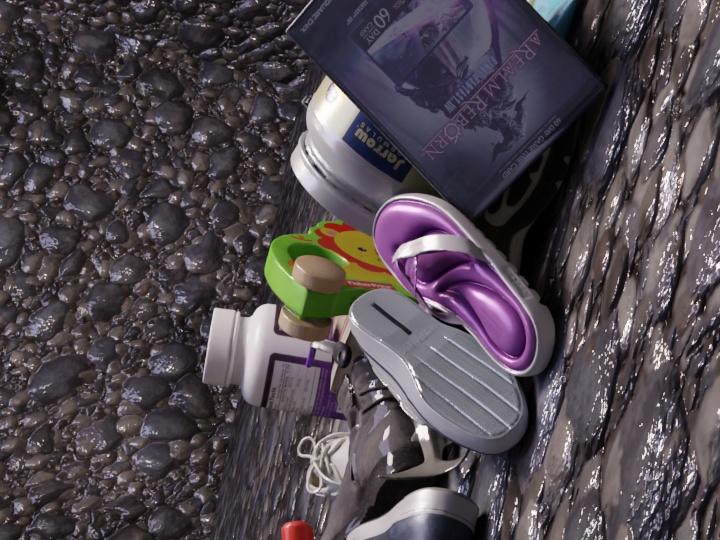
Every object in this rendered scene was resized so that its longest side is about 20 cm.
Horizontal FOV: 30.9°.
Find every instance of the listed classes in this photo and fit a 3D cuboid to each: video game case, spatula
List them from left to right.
[{"bbox_3d":[-0.030,0.073,1.246,0.200,0.020,0.057,-170,93,-77],"label":"spatula"},{"bbox_3d":[0.060,-0.154,0.945,0.143,0.200,0.019,-45,-2,22],"label":"video game case"}]

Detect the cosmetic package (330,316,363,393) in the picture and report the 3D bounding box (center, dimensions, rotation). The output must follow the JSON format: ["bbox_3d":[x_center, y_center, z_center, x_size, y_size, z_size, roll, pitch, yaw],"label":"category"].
[{"bbox_3d":[0.023,0.040,1.336,0.201,0.086,0.104,-92,19,-61],"label":"cosmetic package"}]

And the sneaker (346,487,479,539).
[{"bbox_3d":[0.022,0.265,0.994,0.203,0.076,0.148,121,165,-58],"label":"sneaker"}]

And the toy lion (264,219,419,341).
[{"bbox_3d":[0.000,0.000,1.227,0.192,0.197,0.069,51,130,56],"label":"toy lion"}]

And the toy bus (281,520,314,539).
[{"bbox_3d":[-0.056,0.297,1.023,0.200,0.134,0.195,67,-162,-77],"label":"toy bus"}]

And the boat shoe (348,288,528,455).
[{"bbox_3d":[0.063,0.083,0.977,0.200,0.073,0.067,46,160,49],"label":"boat shoe"}]

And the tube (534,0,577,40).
[{"bbox_3d":[0.133,-0.141,1.088,0.202,0.050,0.077,-70,24,6],"label":"tube"}]

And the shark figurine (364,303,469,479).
[{"bbox_3d":[0.045,0.091,1.095,0.129,0.088,0.217,104,176,-62],"label":"shark figurine"}]

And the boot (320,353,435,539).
[{"bbox_3d":[0.005,0.173,1.178,0.201,0.069,0.133,-58,39,41],"label":"boot"}]

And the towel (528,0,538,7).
[{"bbox_3d":[0.075,-0.219,1.189,0.199,0.023,0.154,21,90,39],"label":"towel"}]

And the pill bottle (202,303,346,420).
[{"bbox_3d":[-0.068,0.098,1.421,0.111,0.197,0.113,-170,90,-85],"label":"pill bottle"}]

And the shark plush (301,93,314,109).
[{"bbox_3d":[0.011,-0.109,1.396,0.083,0.199,0.092,-32,43,27],"label":"shark plush"}]

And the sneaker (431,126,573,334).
[{"bbox_3d":[0.109,-0.047,1.017,0.089,0.076,0.202,-46,-23,-76],"label":"sneaker"}]

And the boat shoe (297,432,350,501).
[{"bbox_3d":[-0.026,0.205,1.375,0.202,0.085,0.076,132,152,-72],"label":"boat shoe"}]

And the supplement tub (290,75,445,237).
[{"bbox_3d":[0.045,-0.138,1.044,0.201,0.144,0.146,-55,16,23],"label":"supplement tub"}]

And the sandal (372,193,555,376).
[{"bbox_3d":[0.063,0.004,0.942,0.202,0.049,0.083,38,127,43],"label":"sandal"}]
